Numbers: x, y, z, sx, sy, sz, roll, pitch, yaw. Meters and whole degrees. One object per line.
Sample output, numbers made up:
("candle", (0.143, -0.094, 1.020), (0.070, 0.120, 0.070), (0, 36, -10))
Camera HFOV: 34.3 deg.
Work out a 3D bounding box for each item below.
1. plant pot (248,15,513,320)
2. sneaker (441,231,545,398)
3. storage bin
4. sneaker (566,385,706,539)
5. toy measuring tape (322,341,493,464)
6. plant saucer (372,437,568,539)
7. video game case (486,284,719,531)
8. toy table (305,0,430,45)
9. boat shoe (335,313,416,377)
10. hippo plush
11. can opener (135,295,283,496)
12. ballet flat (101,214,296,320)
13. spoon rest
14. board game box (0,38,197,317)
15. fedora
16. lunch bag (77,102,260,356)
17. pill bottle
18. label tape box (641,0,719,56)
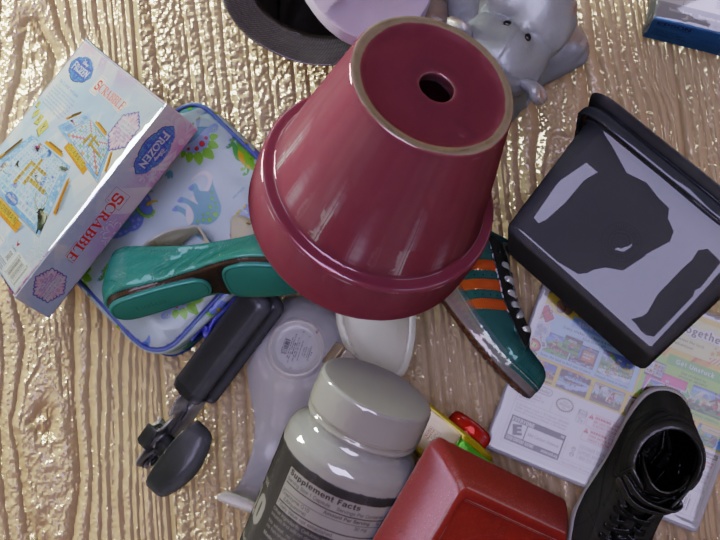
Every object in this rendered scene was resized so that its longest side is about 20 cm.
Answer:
("plant pot", (0.026, -0.089, 0.904), (0.198, 0.179, 0.202), (9, 57, -14))
("sneaker", (0.110, 0.013, 1.016), (0.080, 0.071, 0.201), (-35, 76, -1))
("storage bin", (0.220, -0.021, 0.972), (0.200, 0.146, 0.134), (43, 85, 14))
("sneaker", (0.222, 0.196, 0.960), (0.070, 0.099, 0.202), (22, 97, 5))
("toy measuring tape", (0.049, 0.135, 1.012), (0.199, 0.074, 0.074), (38, 90, 2))
("plant saucer", (0.079, 0.257, 0.952), (0.037, 0.199, 0.201), (30, 89, 49))
("video game case", (0.232, 0.106, 1.028), (0.198, 0.023, 0.184), (21, 88, 7))
("toy table", (-0.001, -0.294, 0.947), (0.182, 0.117, 0.202), (-23, 78, -7))
("boat shoe", (0.003, -0.001, 1.037), (0.071, 0.060, 0.204), (-13, 91, -5))
("hippo plush", (0.102, -0.194, 0.993), (0.159, 0.161, 0.201), (38, 89, 7))
("can opener", (-0.130, 0.105, 1.028), (0.066, 0.053, 0.201), (36, 99, 17))
("ballet flat", (-0.119, -0.011, 0.972), (0.198, 0.068, 0.071), (-9, 65, 0))
("spoon rest", (-0.072, 0.118, 1.044), (0.098, 0.061, 0.202), (19, 74, 8))
("board game box", (-0.254, -0.088, 1.018), (0.200, 0.041, 0.200), (-51, 42, 1))
("fedora", (-0.031, -0.258, 1.044), (0.175, 0.090, 0.202), (21, 76, 4))
("lunch bag", (-0.157, -0.031, 1.043), (0.161, 0.082, 0.200), (43, 90, 8))
("pill bottle", (-0.023, 0.181, 0.944), (0.112, 0.113, 0.202), (25, 106, 7))
("label tape box", (0.345, -0.291, 1.028), (0.142, 0.066, 0.202), (15, 89, 6))
